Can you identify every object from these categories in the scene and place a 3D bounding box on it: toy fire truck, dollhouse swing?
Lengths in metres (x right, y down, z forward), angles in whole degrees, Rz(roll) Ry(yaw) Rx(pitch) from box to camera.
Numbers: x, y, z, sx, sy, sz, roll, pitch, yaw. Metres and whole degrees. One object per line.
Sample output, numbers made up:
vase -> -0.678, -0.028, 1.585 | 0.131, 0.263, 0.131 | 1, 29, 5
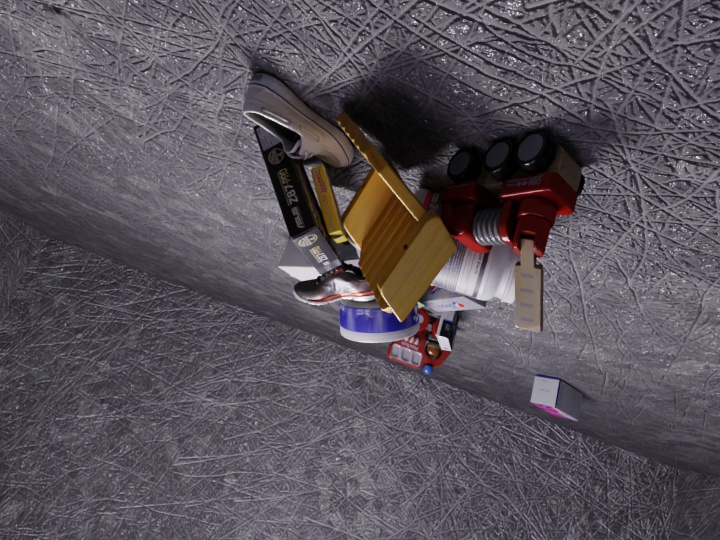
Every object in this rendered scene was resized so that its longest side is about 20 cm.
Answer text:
toy fire truck -> 0.189, 0.221, 1.697 | 0.194, 0.173, 0.112 | 22, 166, -10
toy fire truck -> 0.185, -0.044, 0.707 | 0.127, 0.206, 0.173 | 29, 162, -34
dollhouse swing -> 0.008, -0.077, 0.761 | 0.173, 0.184, 0.202 | 25, -159, -33

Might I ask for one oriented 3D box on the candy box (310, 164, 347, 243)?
candy box -> -0.050, -0.105, 0.925 | 0.025, 0.106, 0.200 | -14, 178, 1

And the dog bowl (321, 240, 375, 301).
dog bowl -> 0.000, 0.000, 1.236 | 0.192, 0.060, 0.203 | 2, 144, 1

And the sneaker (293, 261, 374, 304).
sneaker -> -0.052, 0.016, 1.168 | 0.192, 0.078, 0.084 | -5, 118, 9

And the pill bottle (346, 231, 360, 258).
pill bottle -> 0.059, -0.042, 1.062 | 0.106, 0.112, 0.199 | 7, 160, 39

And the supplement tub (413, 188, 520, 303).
supplement tub -> 0.162, -0.037, 0.879 | 0.193, 0.145, 0.141 | 17, 165, 10

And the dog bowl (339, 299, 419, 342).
dog bowl -> 0.045, 0.105, 1.334 | 0.192, 0.082, 0.200 | -4, -169, 1

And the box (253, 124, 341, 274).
box -> -0.097, -0.115, 0.876 | 0.048, 0.205, 0.161 | -23, 160, 4

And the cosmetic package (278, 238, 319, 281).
cosmetic package -> -0.107, -0.021, 1.398 | 0.196, 0.087, 0.106 | 4, 158, 48

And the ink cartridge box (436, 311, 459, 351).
ink cartridge box -> 0.249, 0.164, 1.557 | 0.038, 0.103, 0.201 | 12, 165, 15

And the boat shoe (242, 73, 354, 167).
boat shoe -> -0.090, -0.195, 0.800 | 0.197, 0.067, 0.072 | 31, 161, -36

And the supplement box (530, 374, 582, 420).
supplement box -> 0.712, 0.462, 2.002 | 0.197, 0.107, 0.099 | 29, 161, -38

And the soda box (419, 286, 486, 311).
soda box -> 0.213, 0.050, 1.274 | 0.067, 0.065, 0.199 | 24, 165, -19

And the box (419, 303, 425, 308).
box -> 0.130, 0.065, 1.493 | 0.107, 0.036, 0.200 | 23, 165, -11
